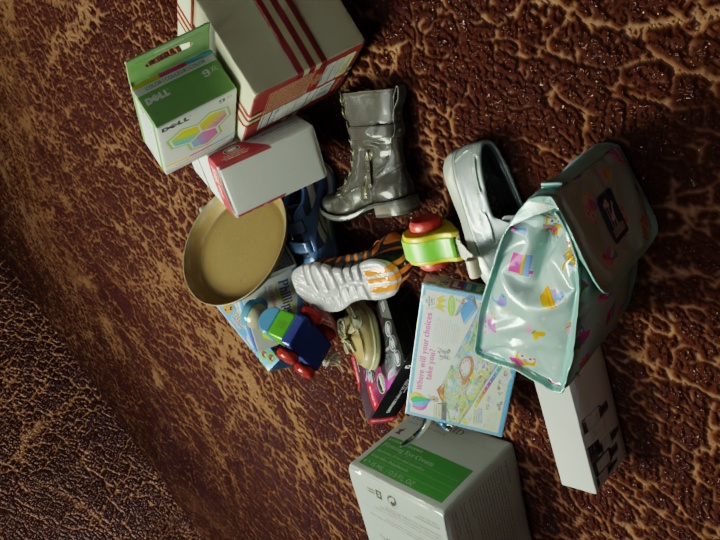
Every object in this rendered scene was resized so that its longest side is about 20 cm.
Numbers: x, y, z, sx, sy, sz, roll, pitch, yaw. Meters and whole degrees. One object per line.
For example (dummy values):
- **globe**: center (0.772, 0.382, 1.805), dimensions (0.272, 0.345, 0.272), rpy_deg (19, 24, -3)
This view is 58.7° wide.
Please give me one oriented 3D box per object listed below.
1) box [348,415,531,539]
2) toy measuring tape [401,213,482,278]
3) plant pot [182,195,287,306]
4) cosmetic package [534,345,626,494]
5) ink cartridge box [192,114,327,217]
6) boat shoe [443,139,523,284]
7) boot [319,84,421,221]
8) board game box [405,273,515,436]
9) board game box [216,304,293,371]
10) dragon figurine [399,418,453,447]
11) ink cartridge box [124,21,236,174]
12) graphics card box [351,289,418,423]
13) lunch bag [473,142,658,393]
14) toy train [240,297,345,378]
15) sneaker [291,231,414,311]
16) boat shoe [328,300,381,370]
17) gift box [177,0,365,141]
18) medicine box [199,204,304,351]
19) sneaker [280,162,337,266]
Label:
- **box**: center (0.124, 0.359, 0.983), dimensions (0.199, 0.171, 0.200), rpy_deg (9, 120, 47)
- **toy measuring tape**: center (0.090, -0.023, 0.775), dimensions (0.200, 0.073, 0.074), rpy_deg (-104, -2, -71)
- **plant pot**: center (-0.184, -0.039, 0.959), dimensions (0.200, 0.200, 0.027), rpy_deg (26, 175, 38)
- **cosmetic package**: center (0.257, 0.152, 0.756), dimensions (0.051, 0.082, 0.200), rpy_deg (-1, 114, 48)
- **ink cartridge box**: center (-0.161, -0.175, 0.929), dimensions (0.200, 0.147, 0.083), rpy_deg (42, 155, 49)
- **boat shoe**: center (0.162, -0.054, 0.735), dimensions (0.071, 0.070, 0.201), rpy_deg (-20, 96, 58)
- **boot**: center (0.003, -0.161, 0.872), dimensions (0.200, 0.069, 0.175), rpy_deg (1, 109, 46)
- **board game box**: center (0.136, 0.112, 0.835), dimensions (0.134, 0.034, 0.200), rpy_deg (11, 116, 13)
- **board game box**: center (-0.188, 0.100, 1.215), dimensions (0.037, 0.151, 0.200), rpy_deg (-45, 72, 12)
- **dragon figurine**: center (0.114, 0.172, 0.925), dimensions (0.200, 0.059, 0.099), rpy_deg (-40, 90, 30)
- **ink cartridge box**: center (-0.205, -0.193, 0.754), dimensions (0.059, 0.104, 0.200), rpy_deg (57, 163, 4)
- **graphics card box**: center (0.043, 0.137, 0.989), dimensions (0.200, 0.051, 0.126), rpy_deg (114, 148, -48)
- **lunch bag**: center (0.204, -0.012, 0.628), dimensions (0.122, 0.170, 0.200), rpy_deg (24, 130, 32)
- **toy train**: center (-0.103, 0.112, 1.008), dimensions (0.116, 0.085, 0.200), rpy_deg (22, 163, 25)
- **sneaker**: center (0.000, 0.000, 0.929), dimensions (0.200, 0.112, 0.078), rpy_deg (-3, 114, 37)
- **boat shoe**: center (-0.023, 0.072, 0.994), dimensions (0.200, 0.063, 0.073), rpy_deg (-116, 32, -41)
- **gift box**: center (-0.115, -0.304, 0.811), dimensions (0.187, 0.200, 0.185), rpy_deg (57, 158, -2)
- **medicine box**: center (-0.177, 0.000, 1.083), dimensions (0.182, 0.103, 0.200), rpy_deg (86, 158, -51)
- **sneaker**: center (-0.086, -0.066, 0.980), dimensions (0.074, 0.082, 0.201), rpy_deg (2, 97, 47)
